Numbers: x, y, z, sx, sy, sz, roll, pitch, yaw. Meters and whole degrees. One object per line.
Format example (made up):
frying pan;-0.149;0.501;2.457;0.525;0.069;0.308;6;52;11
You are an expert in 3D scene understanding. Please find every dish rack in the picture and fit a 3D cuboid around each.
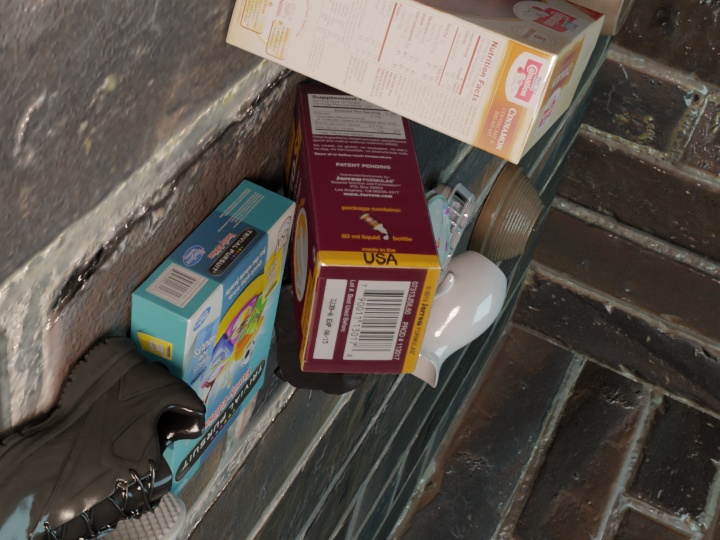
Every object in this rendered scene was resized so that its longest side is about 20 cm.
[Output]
dish rack;0.095;-0.040;1.589;0.172;0.043;0.200;-65;168;2

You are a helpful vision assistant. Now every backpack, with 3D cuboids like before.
backpack;0.000;0.000;1.064;0.167;0.126;0.200;94;20;-50

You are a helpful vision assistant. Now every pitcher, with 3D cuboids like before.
pitcher;0.131;0.057;1.793;0.200;0.121;0.172;-51;149;-14

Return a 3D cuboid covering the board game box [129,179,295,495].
board game box;-0.114;0.055;0.868;0.151;0.047;0.200;-53;162;-46

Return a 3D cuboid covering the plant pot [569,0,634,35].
plant pot;0.201;-0.324;1.190;0.200;0.173;0.200;-59;166;-25

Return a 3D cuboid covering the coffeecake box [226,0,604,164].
coffeecake box;0.041;-0.156;0.755;0.154;0.200;0.073;-44;156;-60

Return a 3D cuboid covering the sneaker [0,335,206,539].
sneaker;-0.163;0.124;0.689;0.200;0.091;0.076;-55;166;-38

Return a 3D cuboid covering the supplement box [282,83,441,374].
supplement box;-0.005;-0.035;0.861;0.200;0.085;0.111;-99;-165;-45

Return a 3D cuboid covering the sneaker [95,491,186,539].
sneaker;-0.196;0.213;0.782;0.200;0.074;0.082;-29;146;-53

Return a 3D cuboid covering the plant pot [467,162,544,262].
plant pot;0.277;-0.091;2.151;0.201;0.093;0.201;-59;165;-26
